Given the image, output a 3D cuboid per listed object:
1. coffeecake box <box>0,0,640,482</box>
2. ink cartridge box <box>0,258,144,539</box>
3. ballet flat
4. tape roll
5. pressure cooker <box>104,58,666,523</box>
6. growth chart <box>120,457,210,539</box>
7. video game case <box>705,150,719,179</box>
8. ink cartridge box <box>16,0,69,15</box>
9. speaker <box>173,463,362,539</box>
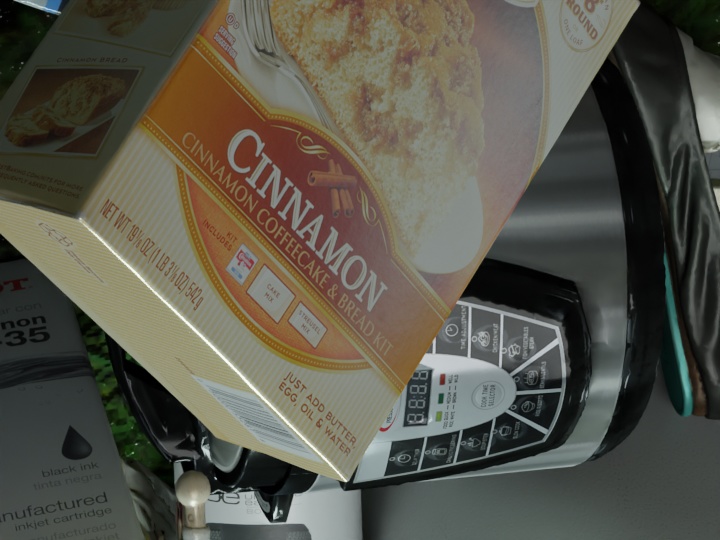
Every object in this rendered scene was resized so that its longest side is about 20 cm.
[{"bbox_3d":[-0.015,-0.060,0.920,0.154,0.073,0.200,46,68,-40],"label":"coffeecake box"},{"bbox_3d":[-0.165,0.089,1.078,0.146,0.200,0.083,-11,126,-11],"label":"ink cartridge box"},{"bbox_3d":[0.135,-0.038,1.141,0.068,0.068,0.201,-18,107,-3],"label":"ballet flat"},{"bbox_3d":[0.101,0.135,1.222,0.202,0.140,0.203,-3,133,-3],"label":"tape roll"},{"bbox_3d":[-0.001,-0.001,1.082,0.199,0.177,0.179,-4,165,-15],"label":"pressure cooker"},{"bbox_3d":[-0.079,0.143,1.101,0.018,0.200,0.146,-3,91,-15],"label":"growth chart"},{"bbox_3d":[0.220,-0.008,1.249,0.199,0.023,0.182,-4,127,-17],"label":"video game case"},{"bbox_3d":[-0.095,-0.187,0.944,0.197,0.043,0.201,17,109,-20],"label":"ink cartridge box"},{"bbox_3d":[-0.037,0.153,1.204,0.081,0.081,0.201,-5,104,-15],"label":"speaker"}]
